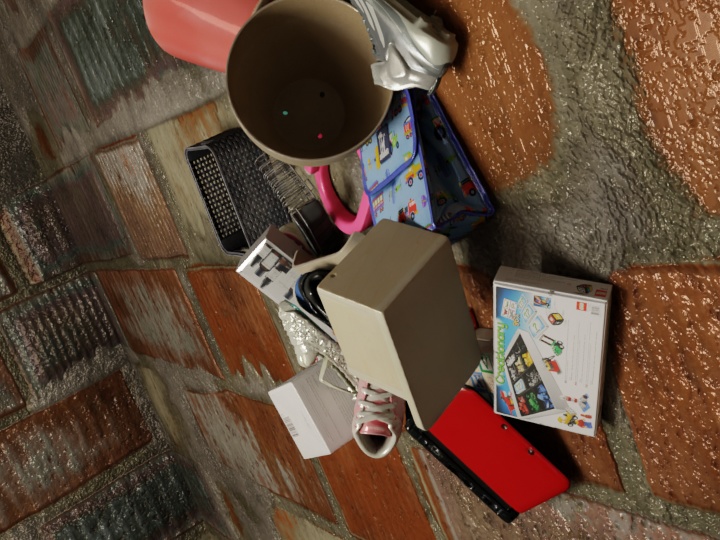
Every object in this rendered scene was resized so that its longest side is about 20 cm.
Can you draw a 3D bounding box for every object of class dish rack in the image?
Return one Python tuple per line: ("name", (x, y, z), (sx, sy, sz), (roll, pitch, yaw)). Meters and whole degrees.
("dish rack", (-0.109, -0.127, 1.371), (0.201, 0.054, 0.154), (54, 175, 17))

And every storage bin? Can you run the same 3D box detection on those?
("storage bin", (-0.209, -0.135, 1.553), (0.134, 0.093, 0.203), (7, 122, 58))

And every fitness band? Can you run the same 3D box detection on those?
("fitness band", (-0.023, -0.138, 1.283), (0.144, 0.037, 0.201), (51, 152, 21))

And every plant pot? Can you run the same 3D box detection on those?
("plant pot", (-0.157, -0.344, 1.181), (0.176, 0.200, 0.203), (33, 143, 29))
("plant pot", (-0.063, -0.214, 1.107), (0.202, 0.198, 0.135), (58, 171, 6))

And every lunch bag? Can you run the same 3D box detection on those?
("lunch bag", (0.063, -0.128, 1.108), (0.150, 0.093, 0.203), (-39, 67, 62))

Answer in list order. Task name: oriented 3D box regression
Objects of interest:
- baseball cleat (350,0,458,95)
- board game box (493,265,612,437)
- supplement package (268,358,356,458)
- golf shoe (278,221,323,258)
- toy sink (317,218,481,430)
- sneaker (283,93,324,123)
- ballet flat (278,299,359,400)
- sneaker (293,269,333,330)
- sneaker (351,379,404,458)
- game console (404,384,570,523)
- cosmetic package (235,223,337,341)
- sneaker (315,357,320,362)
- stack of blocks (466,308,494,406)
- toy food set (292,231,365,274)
("baseball cleat", (0.021, -0.273, 1.020), (0.200, 0.069, 0.107), (47, 124, 28))
("board game box", (0.214, 0.094, 1.021), (0.124, 0.035, 0.203), (11, 129, 22))
("supplement package", (-0.019, 0.183, 1.389), (0.123, 0.198, 0.120), (60, 153, 2))
("golf shoe", (-0.070, 0.004, 1.476), (0.201, 0.074, 0.092), (56, -160, -22))
("toy sink", (0.048, 0.064, 1.062), (0.111, 0.130, 0.202), (18, 143, 39))
("sneaker", (-0.089, -0.251, 1.249), (0.080, 0.071, 0.202), (-40, 51, 29))
("ballet flat", (-0.048, 0.123, 1.278), (0.199, 0.072, 0.071), (39, 159, -20))
("sneaker", (-0.003, 0.064, 1.264), (0.198, 0.077, 0.111), (34, 170, -4))
("sneaker", (0.030, 0.161, 1.221), (0.105, 0.074, 0.204), (-77, -8, -65))
("game console", (0.167, 0.228, 1.223), (0.200, 0.119, 0.173), (43, -169, -6))
("cosmetic package", (-0.091, 0.026, 1.410), (0.199, 0.051, 0.082), (39, 119, -15))
("sneaker", (-0.066, 0.187, 1.573), (0.071, 0.111, 0.203), (14, 127, 55))
("stack of blocks", (0.138, 0.115, 1.205), (0.199, 0.058, 0.117), (3, 117, 60))
("toy food set", (0.000, 0.000, 1.308), (0.142, 0.061, 0.199), (34, 159, -20))
